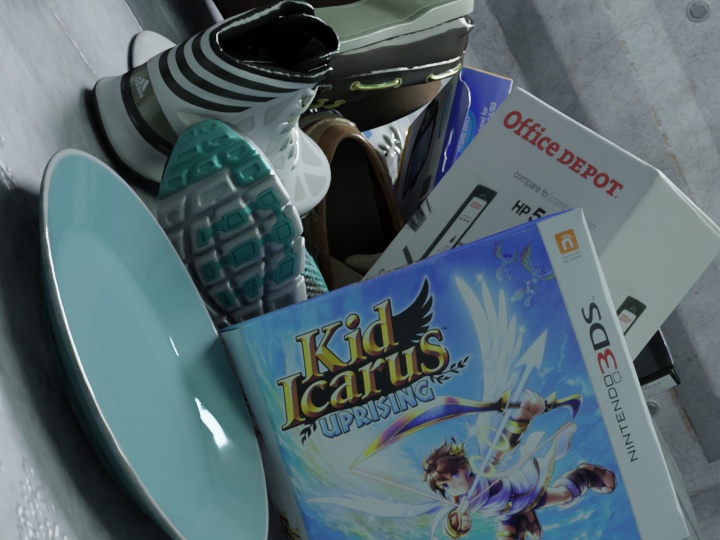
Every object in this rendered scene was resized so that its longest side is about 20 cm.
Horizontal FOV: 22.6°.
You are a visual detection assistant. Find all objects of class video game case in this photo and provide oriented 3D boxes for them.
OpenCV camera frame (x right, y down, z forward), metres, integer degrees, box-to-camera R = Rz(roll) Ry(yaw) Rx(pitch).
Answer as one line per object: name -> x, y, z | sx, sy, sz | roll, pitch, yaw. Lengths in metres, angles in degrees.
video game case -> 0.049, 0.084, 0.912 | 0.183, 0.199, 0.045 | 71, -20, 0

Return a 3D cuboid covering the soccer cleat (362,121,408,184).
soccer cleat -> 0.000, -0.080, 1.308 | 0.201, 0.085, 0.070 | -97, -171, -57

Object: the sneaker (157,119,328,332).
sneaker -> -0.057, 0.002, 0.957 | 0.091, 0.077, 0.201 | -105, 177, -59

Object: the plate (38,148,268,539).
plate -> -0.095, 0.043, 0.785 | 0.200, 0.025, 0.201 | -90, 154, -67

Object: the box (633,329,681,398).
box -> 0.124, 0.034, 1.411 | 0.050, 0.197, 0.201 | 46, 23, -65

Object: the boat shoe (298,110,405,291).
boat shoe -> 0.000, 0.000, 1.131 | 0.072, 0.075, 0.202 | 16, -52, 67

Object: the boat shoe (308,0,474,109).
boat shoe -> -0.009, -0.132, 1.123 | 0.072, 0.200, 0.061 | 32, -49, 45

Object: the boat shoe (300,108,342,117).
boat shoe -> -0.034, -0.077, 1.184 | 0.072, 0.067, 0.201 | -153, -139, -82

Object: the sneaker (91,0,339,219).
sneaker -> -0.043, -0.081, 0.972 | 0.200, 0.115, 0.076 | 17, 51, -61

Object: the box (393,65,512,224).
box -> 0.055, -0.058, 1.197 | 0.200, 0.041, 0.120 | 147, -43, -77

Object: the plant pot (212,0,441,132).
plant pot -> -0.019, -0.192, 1.243 | 0.200, 0.198, 0.176 | -84, 158, -69

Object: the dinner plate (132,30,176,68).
dinner plate -> -0.079, -0.055, 1.081 | 0.200, 0.024, 0.202 | -23, 90, -79

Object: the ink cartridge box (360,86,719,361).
ink cartridge box -> 0.089, 0.012, 1.043 | 0.084, 0.201, 0.146 | 37, 1, -41
